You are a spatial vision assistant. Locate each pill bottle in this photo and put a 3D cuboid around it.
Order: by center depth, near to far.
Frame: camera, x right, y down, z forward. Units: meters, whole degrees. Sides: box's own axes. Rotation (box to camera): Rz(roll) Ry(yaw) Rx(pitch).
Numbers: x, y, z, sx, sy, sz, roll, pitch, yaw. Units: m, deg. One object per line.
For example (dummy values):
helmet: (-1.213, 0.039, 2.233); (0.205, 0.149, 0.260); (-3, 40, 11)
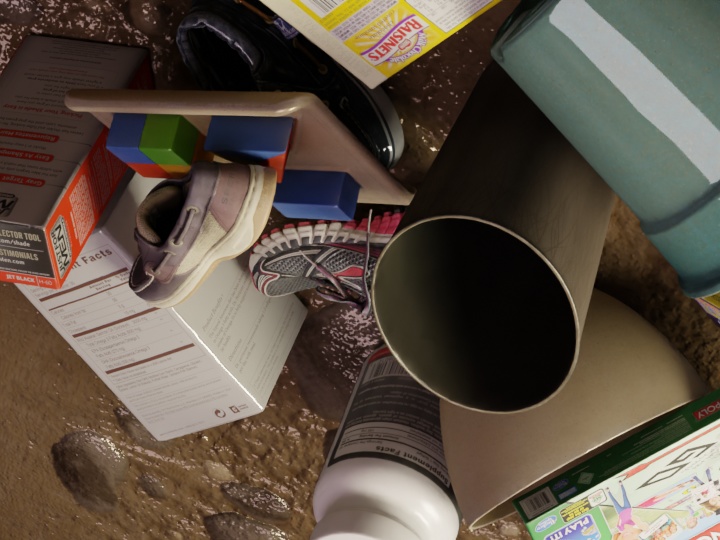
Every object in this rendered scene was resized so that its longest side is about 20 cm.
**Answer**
pill bottle: (0.029, 0.158, 1.455); (0.115, 0.201, 0.116); (11, 135, 12)

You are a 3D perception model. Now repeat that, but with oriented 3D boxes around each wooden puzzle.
wooden puzzle: (-0.080, -0.073, 1.290); (0.184, 0.047, 0.200); (3, 165, 27)

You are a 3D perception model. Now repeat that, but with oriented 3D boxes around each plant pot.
plant pot: (0.197, -0.122, 1.143); (0.196, 0.201, 0.200); (41, 133, -8)
plant pot: (0.136, 0.081, 1.373); (0.200, 0.200, 0.135); (-40, 72, 42)

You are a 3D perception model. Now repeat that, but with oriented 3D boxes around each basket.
basket: (0.102, -0.039, 1.235); (0.135, 0.201, 0.181); (12, 138, 15)

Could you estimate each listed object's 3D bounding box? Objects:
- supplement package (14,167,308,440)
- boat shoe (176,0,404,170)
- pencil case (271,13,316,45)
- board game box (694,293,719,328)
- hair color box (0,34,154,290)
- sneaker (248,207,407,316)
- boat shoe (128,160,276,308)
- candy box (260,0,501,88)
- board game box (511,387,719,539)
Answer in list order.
supplement package: (-0.155, 0.015, 1.453); (0.117, 0.117, 0.200); (-18, 122, 36)
boat shoe: (-0.051, -0.121, 1.302); (0.071, 0.091, 0.200); (-24, 120, 37)
pencil case: (0.027, -0.213, 1.192); (0.089, 0.078, 0.199); (21, 144, -40)
board game box: (0.326, 0.072, 1.271); (0.057, 0.200, 0.165); (-44, 112, -1)
hair color box: (-0.225, -0.080, 1.331); (0.101, 0.201, 0.061); (9, 134, 14)
sneaker: (0.000, 0.000, 1.381); (0.199, 0.075, 0.080); (-7, 170, 37)
boat shoe: (-0.120, -0.030, 1.273); (0.065, 0.072, 0.200); (24, 156, -19)
candy box: (0.037, -0.189, 1.136); (0.102, 0.027, 0.200); (34, 137, -27)
board game box: (0.219, 0.165, 1.330); (0.199, 0.029, 0.135); (-28, 127, -1)
